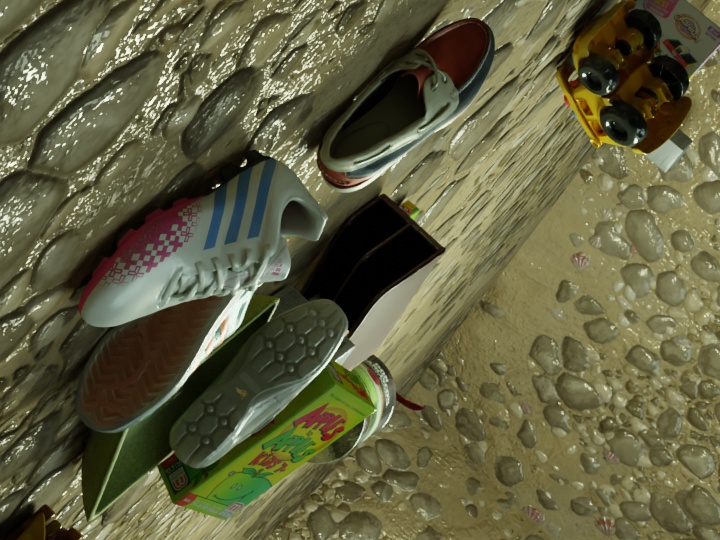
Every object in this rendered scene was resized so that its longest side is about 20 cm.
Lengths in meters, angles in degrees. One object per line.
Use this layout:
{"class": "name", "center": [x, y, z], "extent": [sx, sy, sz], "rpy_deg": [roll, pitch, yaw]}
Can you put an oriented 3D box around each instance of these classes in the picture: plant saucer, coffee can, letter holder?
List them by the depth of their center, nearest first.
{"class": "plant saucer", "center": [-0.178, 0.114, 1.030], "extent": [0.200, 0.048, 0.200], "rpy_deg": [-41, 168, -41]}
{"class": "letter holder", "center": [-0.016, 0.034, 1.299], "extent": [0.142, 0.101, 0.200], "rpy_deg": [-36, 164, -45]}
{"class": "coffee can", "center": [-0.038, 0.201, 1.699], "extent": [0.147, 0.146, 0.200], "rpy_deg": [-50, 170, 11]}

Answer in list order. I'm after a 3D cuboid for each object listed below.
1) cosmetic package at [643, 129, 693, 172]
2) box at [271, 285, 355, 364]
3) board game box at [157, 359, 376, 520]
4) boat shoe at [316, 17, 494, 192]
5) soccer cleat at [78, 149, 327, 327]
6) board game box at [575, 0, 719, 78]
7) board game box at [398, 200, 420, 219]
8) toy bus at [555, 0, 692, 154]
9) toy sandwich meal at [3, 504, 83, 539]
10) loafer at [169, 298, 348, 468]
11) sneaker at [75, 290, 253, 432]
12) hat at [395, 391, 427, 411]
{"class": "cosmetic package", "center": [0.753, -0.359, 2.915], "extent": [0.107, 0.200, 0.090], "rpy_deg": [-32, 160, -51]}
{"class": "box", "center": [-0.113, 0.132, 1.230], "extent": [0.200, 0.101, 0.112], "rpy_deg": [-55, 168, 33]}
{"class": "board game box", "center": [-0.092, 0.167, 1.119], "extent": [0.200, 0.048, 0.102], "rpy_deg": [-37, 148, 8]}
{"class": "boat shoe", "center": [0.041, -0.147, 0.949], "extent": [0.200, 0.071, 0.063], "rpy_deg": [-43, 167, -10]}
{"class": "soccer cleat", "center": [-0.100, -0.012, 0.773], "extent": [0.200, 0.086, 0.070], "rpy_deg": [-41, 168, -38]}
{"class": "board game box", "center": [0.470, -0.351, 1.811], "extent": [0.200, 0.153, 0.040], "rpy_deg": [-47, 172, -8]}
{"class": "board game box", "center": [0.000, 0.000, 1.448], "extent": [0.095, 0.030, 0.201], "rpy_deg": [-34, 160, -55]}
{"class": "toy bus", "center": [0.356, -0.279, 1.641], "extent": [0.136, 0.200, 0.192], "rpy_deg": [-45, -155, -17]}
{"class": "toy sandwich meal", "center": [-0.331, 0.289, 0.990], "extent": [0.205, 0.070, 0.205], "rpy_deg": [-42, 167, -12]}
{"class": "loafer", "center": [-0.094, 0.102, 1.036], "extent": [0.200, 0.070, 0.070], "rpy_deg": [-40, 174, -8]}
{"class": "sneaker", "center": [-0.138, 0.048, 0.882], "extent": [0.200, 0.071, 0.080], "rpy_deg": [-49, 166, -6]}
{"class": "hat", "center": [0.013, 0.215, 1.887], "extent": [0.166, 0.176, 0.200], "rpy_deg": [-50, 170, 11]}
